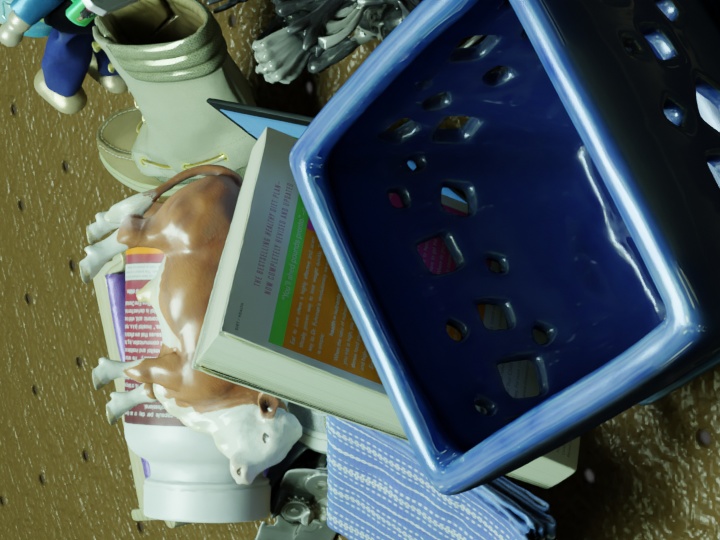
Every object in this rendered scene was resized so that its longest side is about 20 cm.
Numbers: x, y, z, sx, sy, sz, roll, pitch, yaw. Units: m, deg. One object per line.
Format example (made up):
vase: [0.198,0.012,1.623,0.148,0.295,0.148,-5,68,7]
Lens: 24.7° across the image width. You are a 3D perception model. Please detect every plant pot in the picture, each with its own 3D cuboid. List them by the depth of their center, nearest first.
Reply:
plant pot: [0.112,-0.030,0.783,0.200,0.179,0.200,-42,67,47]

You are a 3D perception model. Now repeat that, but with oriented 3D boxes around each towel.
towel: [0.038,0.145,0.939,0.145,0.024,0.200,31,153,16]

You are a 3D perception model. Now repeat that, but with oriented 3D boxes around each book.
book: [0.026,0.017,0.852,0.048,0.200,0.134,132,155,-56]

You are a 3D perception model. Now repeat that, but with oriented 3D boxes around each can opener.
can opener: [-0.056,0.195,1.167,0.067,0.053,0.200,-93,23,-48]

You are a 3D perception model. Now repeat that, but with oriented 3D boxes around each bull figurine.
bull figurine: [-0.104,0.036,1.012,0.065,0.121,0.201,77,-175,-78]

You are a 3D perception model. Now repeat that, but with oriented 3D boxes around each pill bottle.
pill bottle: [-0.102,0.064,1.103,0.113,0.113,0.201,-2,86,51]

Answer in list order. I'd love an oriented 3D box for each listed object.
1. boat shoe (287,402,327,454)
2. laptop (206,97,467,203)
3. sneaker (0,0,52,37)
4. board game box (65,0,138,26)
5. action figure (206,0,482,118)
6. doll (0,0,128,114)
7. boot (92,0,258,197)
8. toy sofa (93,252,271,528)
boat shoe: [0.021,0.078,0.979,0.202,0.074,0.065,0,90,60]
laptop: [0.000,0.000,0.991,0.177,0.103,0.201,17,112,49]
sneaker: [-0.208,-0.224,1.120,0.200,0.079,0.131,14,117,55]
board game box: [-0.166,-0.250,0.977,0.026,0.200,0.200,-35,93,34]
action figure: [-0.005,-0.126,0.960,0.200,0.102,0.119,31,167,48]
doll: [-0.179,-0.179,1.081,0.049,0.136,0.200,54,153,17]
boot: [-0.134,-0.119,1.095,0.200,0.072,0.155,15,148,43]
toy sofa: [-0.128,0.079,1.187,0.097,0.083,0.201,-11,90,53]
